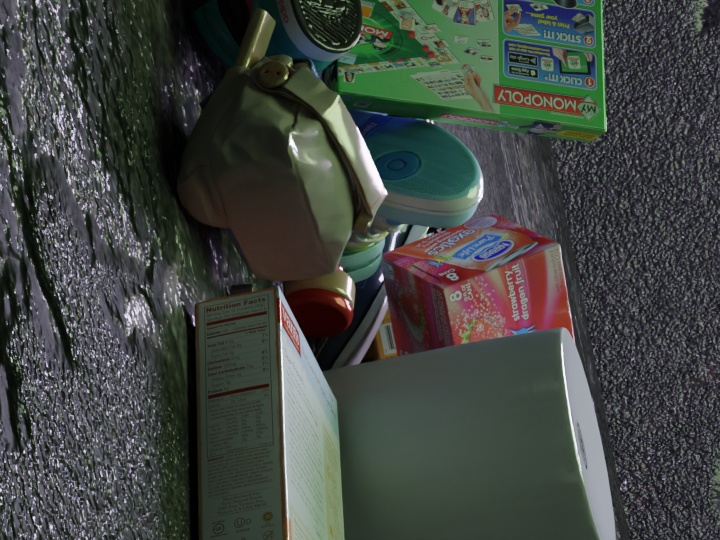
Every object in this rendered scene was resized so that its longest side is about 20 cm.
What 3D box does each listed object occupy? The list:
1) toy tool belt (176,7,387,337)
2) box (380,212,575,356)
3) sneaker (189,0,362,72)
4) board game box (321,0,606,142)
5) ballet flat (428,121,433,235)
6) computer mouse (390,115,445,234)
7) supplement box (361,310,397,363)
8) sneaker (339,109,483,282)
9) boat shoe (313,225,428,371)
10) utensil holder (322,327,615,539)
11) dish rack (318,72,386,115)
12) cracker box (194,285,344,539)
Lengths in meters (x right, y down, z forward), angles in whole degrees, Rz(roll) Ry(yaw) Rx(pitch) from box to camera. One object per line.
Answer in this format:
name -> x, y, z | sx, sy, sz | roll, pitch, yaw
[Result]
toy tool belt -> -0.041, -0.062, 1.526 | 0.200, 0.125, 0.123 | 66, 24, -50
box -> 0.092, 0.074, 1.713 | 0.095, 0.099, 0.201 | 30, -45, 57
sneaker -> -0.060, -0.205, 1.590 | 0.083, 0.121, 0.201 | 13, 59, -34
board game box -> 0.071, -0.165, 1.627 | 0.029, 0.199, 0.135 | 148, -54, -63
ballet flat -> 0.032, -0.118, 2.094 | 0.069, 0.069, 0.201 | -56, 146, -75
computer mouse -> 0.017, -0.062, 1.939 | 0.200, 0.046, 0.141 | 116, -38, -69
supplement box -> 0.014, -0.005, 1.843 | 0.067, 0.069, 0.201 | 160, -80, -66
sneaker -> 0.011, -0.037, 1.641 | 0.079, 0.200, 0.131 | -35, 129, -33
boat shoe -> 0.000, 0.000, 1.753 | 0.200, 0.062, 0.075 | -63, 180, -29
utensil holder -> 0.054, 0.133, 1.584 | 0.170, 0.199, 0.170 | -12, 90, -80
dish rack -> -0.015, -0.188, 1.718 | 0.043, 0.200, 0.172 | 0, 76, -36
cracker box -> -0.052, 0.129, 1.421 | 0.134, 0.058, 0.200 | 65, 17, -51
